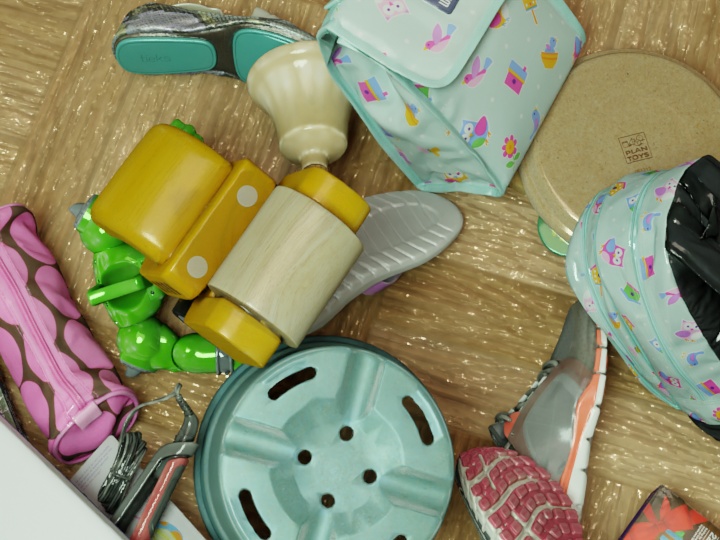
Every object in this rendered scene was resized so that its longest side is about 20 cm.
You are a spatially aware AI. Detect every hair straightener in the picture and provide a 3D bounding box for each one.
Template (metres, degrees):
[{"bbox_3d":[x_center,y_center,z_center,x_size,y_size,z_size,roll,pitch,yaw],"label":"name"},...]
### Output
[{"bbox_3d":[-0.178,0.169,0.889,0.076,0.041,0.202,22,85,22],"label":"hair straightener"}]

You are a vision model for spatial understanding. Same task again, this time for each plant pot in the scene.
[{"bbox_3d":[-0.020,0.135,0.853,0.198,0.196,0.203,1,81,-5],"label":"plant pot"}]

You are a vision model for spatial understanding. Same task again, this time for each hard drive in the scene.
[{"bbox_3d":[-0.256,0.192,0.874,0.199,0.025,0.132,37,86,23],"label":"hard drive"}]

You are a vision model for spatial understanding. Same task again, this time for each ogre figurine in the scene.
[{"bbox_3d":[-0.151,-0.004,0.971,0.119,0.098,0.202,-18,115,-1],"label":"ogre figurine"}]

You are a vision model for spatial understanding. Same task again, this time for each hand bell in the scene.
[{"bbox_3d":[-0.034,-0.069,0.978,0.103,0.104,0.202,-5,61,-1],"label":"hand bell"}]

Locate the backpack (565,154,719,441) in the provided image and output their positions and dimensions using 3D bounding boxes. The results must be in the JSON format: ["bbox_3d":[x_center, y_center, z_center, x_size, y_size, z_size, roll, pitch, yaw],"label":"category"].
[{"bbox_3d":[0.247,0.016,0.914,0.200,0.126,0.168,47,50,-25],"label":"backpack"}]

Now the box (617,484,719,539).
[{"bbox_3d":[0.214,0.277,0.901,0.136,0.039,0.200,37,74,12],"label":"box"}]

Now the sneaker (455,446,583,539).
[{"bbox_3d":[0.119,0.214,0.866,0.080,0.075,0.201,-8,59,-40],"label":"sneaker"}]

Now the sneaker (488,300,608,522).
[{"bbox_3d":[0.140,0.110,0.946,0.081,0.077,0.202,10,70,11],"label":"sneaker"}]

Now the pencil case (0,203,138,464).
[{"bbox_3d":[-0.248,0.046,0.959,0.090,0.094,0.201,-28,74,-24],"label":"pencil case"}]

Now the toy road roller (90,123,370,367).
[{"bbox_3d":[-0.097,-0.026,0.837,0.146,0.200,0.123,38,79,-17],"label":"toy road roller"}]

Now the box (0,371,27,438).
[{"bbox_3d":[-0.358,0.148,0.953,0.199,0.038,0.137,-26,72,-8],"label":"box"}]

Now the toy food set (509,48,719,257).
[{"bbox_3d":[0.222,-0.090,1.029,0.199,0.049,0.199,-29,73,-10],"label":"toy food set"}]

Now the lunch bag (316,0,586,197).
[{"bbox_3d":[0.066,-0.183,0.978,0.121,0.200,0.171,9,61,48],"label":"lunch bag"}]

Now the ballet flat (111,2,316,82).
[{"bbox_3d":[-0.110,-0.198,1.065,0.198,0.072,0.073,6,70,2],"label":"ballet flat"}]

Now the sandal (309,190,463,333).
[{"bbox_3d":[-0.005,-0.005,0.998,0.202,0.050,0.082,-30,56,-28],"label":"sandal"}]

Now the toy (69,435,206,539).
[{"bbox_3d":[-0.154,0.233,0.912,0.115,0.047,0.200,-46,66,-4],"label":"toy"}]
